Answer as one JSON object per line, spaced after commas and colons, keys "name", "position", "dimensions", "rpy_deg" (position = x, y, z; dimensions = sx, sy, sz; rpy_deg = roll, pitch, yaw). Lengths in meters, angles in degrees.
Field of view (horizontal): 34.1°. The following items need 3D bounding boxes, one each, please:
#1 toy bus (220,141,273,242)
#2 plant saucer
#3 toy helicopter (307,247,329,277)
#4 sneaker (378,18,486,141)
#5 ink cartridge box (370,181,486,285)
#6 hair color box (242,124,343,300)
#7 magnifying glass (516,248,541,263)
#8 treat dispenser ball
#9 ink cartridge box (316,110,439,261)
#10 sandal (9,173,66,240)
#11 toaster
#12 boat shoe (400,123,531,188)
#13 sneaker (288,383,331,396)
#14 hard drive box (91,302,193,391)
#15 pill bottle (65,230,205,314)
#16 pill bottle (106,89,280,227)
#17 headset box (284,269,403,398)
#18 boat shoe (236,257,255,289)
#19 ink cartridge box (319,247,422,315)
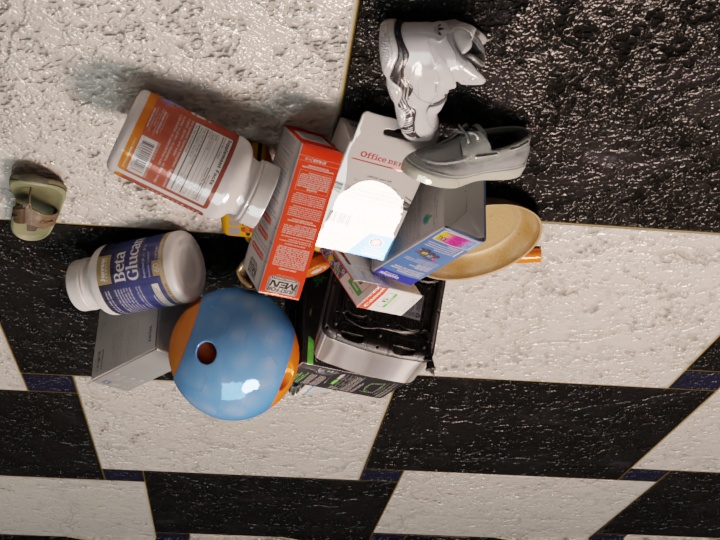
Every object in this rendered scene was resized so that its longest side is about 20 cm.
{"name": "toy bus", "position": [-0.156, -0.100, 1.637], "dimensions": [0.077, 0.066, 0.200], "rpy_deg": [3, 154, -3]}
{"name": "plant saucer", "position": [0.167, -0.052, 1.726], "dimensions": [0.198, 0.036, 0.201], "rpy_deg": [-9, 150, -5]}
{"name": "toy helicopter", "position": [-0.041, -0.067, 1.682], "dimensions": [0.131, 0.079, 0.200], "rpy_deg": [-22, 166, -5]}
{"name": "sneaker", "position": [0.094, -0.220, 1.370], "dimensions": [0.114, 0.076, 0.200], "rpy_deg": [-3, 150, 14]}
{"name": "ink cartridge box", "position": [0.082, -0.070, 1.609], "dimensions": [0.076, 0.138, 0.199], "rpy_deg": [21, 148, -31]}
{"name": "hair color box", "position": [-0.090, -0.076, 1.518], "dimensions": [0.061, 0.202, 0.102], "rpy_deg": [12, -164, -22]}
{"name": "magnifying glass", "position": [0.184, -0.020, 1.846], "dimensions": [0.198, 0.023, 0.080], "rpy_deg": [-1, 154, 8]}
{"name": "treat dispenser ball", "position": [-0.193, 0.127, 1.793], "dimensions": [0.199, 0.203, 0.201], "rpy_deg": [1, 154, 0]}
{"name": "ink cartridge box", "position": [0.011, -0.122, 1.530], "dimensions": [0.115, 0.068, 0.201], "rpy_deg": [12, 120, -23]}
{"name": "sandal", "position": [-0.467, -0.082, 1.692], "dimensions": [0.079, 0.058, 0.201], "rpy_deg": [7, 153, -13]}
{"name": "toaster", "position": [0.031, 0.069, 1.808], "dimensions": [0.179, 0.202, 0.119], "rpy_deg": [14, 152, -5]}
{"name": "boat shoe", "position": [0.136, -0.153, 1.476], "dimensions": [0.199, 0.070, 0.072], "rpy_deg": [-10, 128, -37]}
{"name": "sneaker", "position": [-0.060, 0.194, 2.246], "dimensions": [0.086, 0.076, 0.200], "rpy_deg": [7, 162, -28]}
{"name": "hard drive box", "position": [-0.355, 0.094, 1.939], "dimensions": [0.076, 0.157, 0.199], "rpy_deg": [21, 148, -36]}
{"name": "pill bottle", "position": [-0.349, 0.008, 1.812], "dimensions": [0.198, 0.112, 0.111], "rpy_deg": [-10, 152, 21]}
{"name": "pill bottle", "position": [-0.206, -0.134, 1.466], "dimensions": [0.199, 0.113, 0.112], "rpy_deg": [26, 148, -13]}
{"name": "headset box", "position": [-0.033, 0.100, 1.919], "dimensions": [0.198, 0.176, 0.093], "rpy_deg": [14, 152, -22]}
{"name": "boat shoe", "position": [-0.152, -0.004, 1.766], "dimensions": [0.071, 0.073, 0.200], "rpy_deg": [-4, -175, -16]}
{"name": "ink cartridge box", "position": [0.000, 0.000, 1.662], "dimensions": [0.050, 0.109, 0.199], "rpy_deg": [-43, 155, 19]}
